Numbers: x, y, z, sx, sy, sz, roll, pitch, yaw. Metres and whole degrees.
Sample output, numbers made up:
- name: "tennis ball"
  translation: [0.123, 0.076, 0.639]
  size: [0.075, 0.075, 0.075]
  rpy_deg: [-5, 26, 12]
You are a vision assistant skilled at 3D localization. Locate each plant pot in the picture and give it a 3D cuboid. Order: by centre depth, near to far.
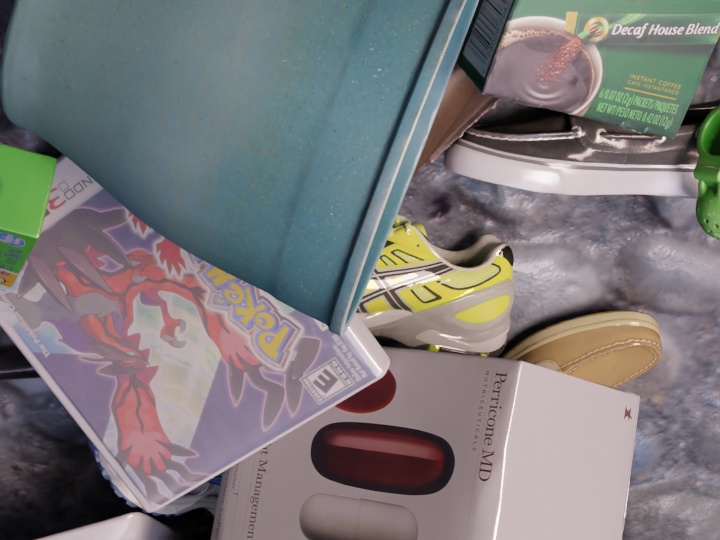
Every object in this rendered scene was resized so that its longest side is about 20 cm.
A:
- name: "plant pot"
  translation: [-0.058, -0.096, 0.745]
  size: [0.187, 0.200, 0.201]
  rpy_deg: [21, 131, 2]

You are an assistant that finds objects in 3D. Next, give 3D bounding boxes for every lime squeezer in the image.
- name: "lime squeezer"
  translation: [0.219, -0.061, 0.895]
  size: [0.070, 0.038, 0.201]
  rpy_deg: [-12, 105, -15]

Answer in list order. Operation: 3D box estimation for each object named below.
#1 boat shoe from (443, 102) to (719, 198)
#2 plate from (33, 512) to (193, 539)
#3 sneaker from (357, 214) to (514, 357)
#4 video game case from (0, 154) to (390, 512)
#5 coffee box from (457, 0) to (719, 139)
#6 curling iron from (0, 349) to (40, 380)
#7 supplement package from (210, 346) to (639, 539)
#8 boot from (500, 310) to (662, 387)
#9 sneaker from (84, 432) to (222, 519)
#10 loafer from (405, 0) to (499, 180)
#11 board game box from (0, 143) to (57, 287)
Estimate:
- name: "boat shoe"
  translation: [0.145, -0.076, 0.924]
  size: [0.199, 0.069, 0.057]
  rpy_deg: [2, 104, -15]
- name: "plate"
  translation: [-0.215, 0.217, 1.084]
  size: [0.198, 0.033, 0.200]
  rpy_deg: [-17, 162, 3]
- name: "sneaker"
  translation: [0.000, 0.000, 0.964]
  size: [0.199, 0.075, 0.077]
  rpy_deg: [9, 104, -21]
- name: "video game case"
  translation: [-0.111, 0.019, 0.895]
  size: [0.182, 0.023, 0.200]
  rpy_deg: [-32, 102, 24]
- name: "coffee box"
  translation: [0.138, -0.173, 0.797]
  size: [0.122, 0.044, 0.201]
  rpy_deg: [11, 115, -22]
- name: "curling iron"
  translation: [-0.162, 0.062, 0.991]
  size: [0.199, 0.050, 0.026]
  rpy_deg: [1, 162, -4]
- name: "supplement package"
  translation: [0.034, 0.147, 0.940]
  size: [0.199, 0.193, 0.147]
  rpy_deg: [3, 170, 37]
- name: "boot"
  translation: [0.122, 0.125, 1.040]
  size: [0.199, 0.156, 0.073]
  rpy_deg: [-25, 141, 13]
- name: "sneaker"
  translation: [-0.095, 0.116, 1.050]
  size: [0.085, 0.077, 0.200]
  rpy_deg: [-43, 138, 18]
- name: "loafer"
  translation: [0.022, -0.075, 0.879]
  size: [0.200, 0.071, 0.073]
  rpy_deg: [-39, 131, 23]
- name: "board game box"
  translation: [-0.258, -0.045, 0.784]
  size: [0.199, 0.041, 0.153]
  rpy_deg: [14, 167, -14]
